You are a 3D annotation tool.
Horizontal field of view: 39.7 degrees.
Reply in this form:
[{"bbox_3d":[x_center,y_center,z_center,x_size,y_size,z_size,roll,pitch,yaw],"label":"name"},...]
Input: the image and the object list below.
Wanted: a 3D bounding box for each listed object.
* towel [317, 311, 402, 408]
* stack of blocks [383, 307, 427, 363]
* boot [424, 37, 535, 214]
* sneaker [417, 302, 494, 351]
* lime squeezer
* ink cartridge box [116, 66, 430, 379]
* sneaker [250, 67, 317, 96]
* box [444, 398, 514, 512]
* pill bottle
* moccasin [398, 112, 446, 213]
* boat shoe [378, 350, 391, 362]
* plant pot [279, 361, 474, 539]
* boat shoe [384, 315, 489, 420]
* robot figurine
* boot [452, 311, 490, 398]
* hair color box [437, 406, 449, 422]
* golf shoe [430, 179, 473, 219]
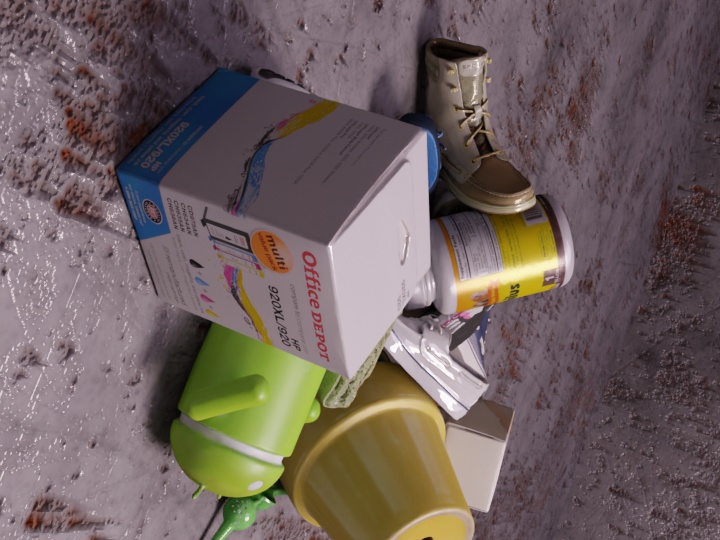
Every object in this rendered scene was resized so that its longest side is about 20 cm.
[{"bbox_3d":[-0.022,0.029,0.952,0.036,0.150,0.201,-10,149,-26],"label":"towel"},{"bbox_3d":[0.066,0.070,1.306,0.115,0.058,0.204,8,99,-66],"label":"stack of blocks"},{"bbox_3d":[0.131,-0.166,1.133,0.071,0.200,0.157,-17,127,-23],"label":"boot"},{"bbox_3d":[0.123,0.024,1.236,0.199,0.086,0.081,-36,151,-22],"label":"sneaker"},{"bbox_3d":[-0.119,0.265,1.082,0.199,0.037,0.072,-32,135,-56],"label":"lime squeezer"},{"bbox_3d":[-0.060,-0.041,0.794,0.145,0.197,0.149,-51,149,-35],"label":"ink cartridge box"},{"bbox_3d":[-0.060,-0.105,0.911,0.082,0.074,0.201,-54,151,-14],"label":"sneaker"},{"bbox_3d":[0.144,0.227,1.269,0.200,0.076,0.097,-20,125,-77],"label":"box"},{"bbox_3d":[0.138,-0.015,1.147,0.109,0.196,0.112,167,-90,-84],"label":"pill bottle"},{"bbox_3d":[0.055,-0.120,1.147,0.201,0.079,0.069,99,7,-60],"label":"moccasin"},{"bbox_3d":[-0.020,0.092,1.138,0.065,0.072,0.201,-55,142,-19],"label":"boat shoe"},{"bbox_3d":[0.027,0.238,1.100,0.197,0.190,0.204,-18,134,-20],"label":"plant pot"},{"bbox_3d":[0.071,0.082,1.109,0.065,0.074,0.200,-42,122,3],"label":"boat shoe"},{"bbox_3d":[-0.102,0.114,0.915,0.203,0.114,0.175,-67,164,-7],"label":"robot figurine"},{"bbox_3d":[0.149,0.095,1.340,0.091,0.072,0.201,-55,151,-20],"label":"boot"},{"bbox_3d":[0.056,0.278,1.383,0.203,0.098,0.061,-67,156,-9],"label":"hair color box"},{"bbox_3d":[0.116,-0.088,1.264,0.200,0.071,0.094,48,34,-84],"label":"golf shoe"}]
